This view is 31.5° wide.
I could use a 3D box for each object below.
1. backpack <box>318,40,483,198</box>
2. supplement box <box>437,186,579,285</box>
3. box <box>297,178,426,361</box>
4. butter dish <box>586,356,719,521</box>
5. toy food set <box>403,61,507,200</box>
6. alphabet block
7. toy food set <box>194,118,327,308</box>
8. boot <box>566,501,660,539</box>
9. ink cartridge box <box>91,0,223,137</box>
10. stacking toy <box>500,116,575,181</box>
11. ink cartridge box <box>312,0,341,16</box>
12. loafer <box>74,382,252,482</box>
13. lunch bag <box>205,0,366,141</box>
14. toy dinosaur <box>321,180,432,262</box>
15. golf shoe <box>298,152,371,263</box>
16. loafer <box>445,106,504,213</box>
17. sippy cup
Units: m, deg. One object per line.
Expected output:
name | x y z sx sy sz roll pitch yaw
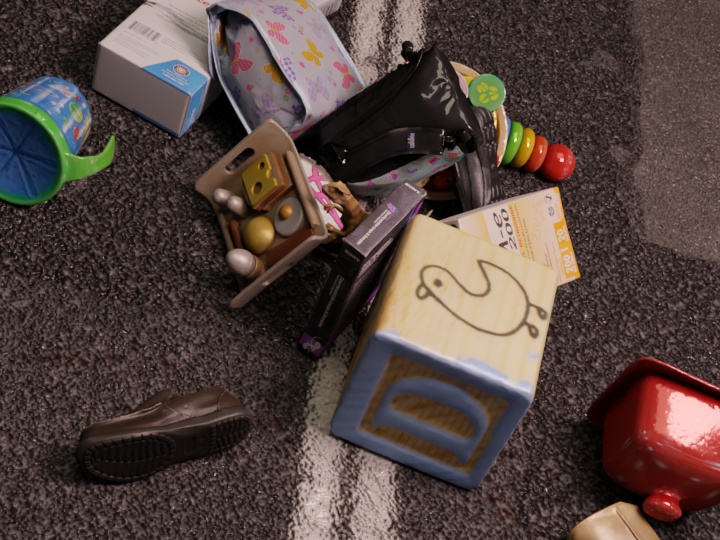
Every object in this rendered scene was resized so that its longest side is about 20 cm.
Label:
backpack | 0.049 -0.176 1.655 0.126 0.199 0.168 31 34 -59
supplement box | 0.182 -0.023 1.634 0.199 0.073 0.127 -19 96 -40
box | 0.000 0.000 1.502 0.036 0.201 0.143 36 46 8
butter dish | 0.363 0.219 1.477 0.198 0.200 0.149 24 61 0
toy food set | 0.106 -0.197 1.759 0.198 0.049 0.200 6 87 -2
alphabet block | 0.096 0.094 1.463 0.194 0.197 0.201 23 45 -3
toy food set | -0.129 -0.071 1.548 0.060 0.143 0.201 25 35 -47
boot | 0.355 0.344 1.435 0.174 0.066 0.201 -15 56 -32
ink cartridge box | -0.251 -0.295 1.747 0.144 0.084 0.200 29 46 5
stacking toy | 0.220 -0.183 1.843 0.198 0.086 0.086 21 45 -9
ink cartridge box | -0.160 -0.430 1.935 0.200 0.043 0.196 39 49 17
loafer | -0.216 0.169 1.366 0.198 0.073 0.071 -7 43 -33
lunch bag | -0.108 -0.277 1.713 0.169 0.127 0.201 -28 88 -55
toy dinosaur | 0.010 -0.050 1.570 0.199 0.106 0.061 23 38 -55
golf shoe | -0.065 -0.080 1.638 0.200 0.073 0.092 40 50 15
loafer | 0.151 -0.119 1.714 0.070 0.203 0.068 -3 9 31
sippy cup | -0.395 -0.169 1.555 0.178 0.139 0.131 45 33 -13
